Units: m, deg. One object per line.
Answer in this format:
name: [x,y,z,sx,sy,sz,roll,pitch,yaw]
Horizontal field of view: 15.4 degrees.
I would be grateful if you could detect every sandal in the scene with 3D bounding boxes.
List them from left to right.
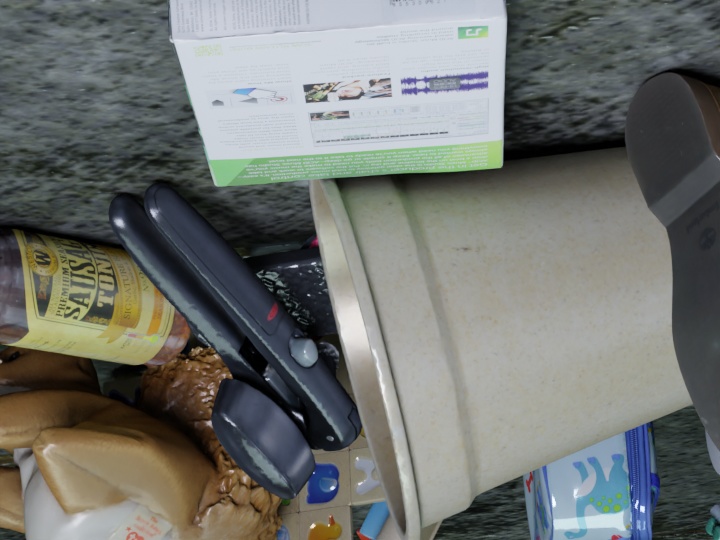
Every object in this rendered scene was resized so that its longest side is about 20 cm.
sandal: [0.000,0.000,1.474,0.199,0.045,0.075,-7,126,9]

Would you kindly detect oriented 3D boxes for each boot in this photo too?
boot: [0.188,0.001,1.260,0.075,0.201,0.074,8,151,-38]

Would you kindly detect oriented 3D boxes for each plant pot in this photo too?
plant pot: [0.085,0.021,1.357,0.183,0.201,0.201,-14,164,-4]

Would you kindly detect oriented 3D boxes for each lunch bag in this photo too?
lunch bag: [0.144,0.115,1.701,0.082,0.162,0.200,-3,163,1]

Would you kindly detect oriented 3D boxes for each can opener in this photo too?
can opener: [-0.064,0.030,1.431,0.063,0.079,0.200,-15,122,27]

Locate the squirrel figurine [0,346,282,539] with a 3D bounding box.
squirrel figurine: [-0.143,0.105,1.557,0.199,0.142,0.187,-3,-151,-22]

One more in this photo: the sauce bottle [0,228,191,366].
sauce bottle: [-0.184,0.011,1.450,0.199,0.066,0.066,9,160,-41]

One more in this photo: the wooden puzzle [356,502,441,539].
wooden puzzle: [0.046,0.129,1.738,0.037,0.186,0.200,27,168,8]

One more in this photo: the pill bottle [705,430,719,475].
pill bottle: [0.331,0.091,1.743,0.199,0.113,0.112,-1,163,-8]

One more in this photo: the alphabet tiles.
alphabet tiles: [-0.067,0.101,1.598,0.199,0.167,0.006,-10,159,21]

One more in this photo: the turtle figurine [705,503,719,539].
turtle figurine: [0.269,0.116,1.640,0.101,0.200,0.150,-33,173,-45]

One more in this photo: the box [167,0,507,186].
box: [-0.006,-0.088,1.209,0.143,0.037,0.200,-4,162,1]

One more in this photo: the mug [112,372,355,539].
mug: [-0.097,0.130,1.698,0.186,0.154,0.149,2,-157,18]
